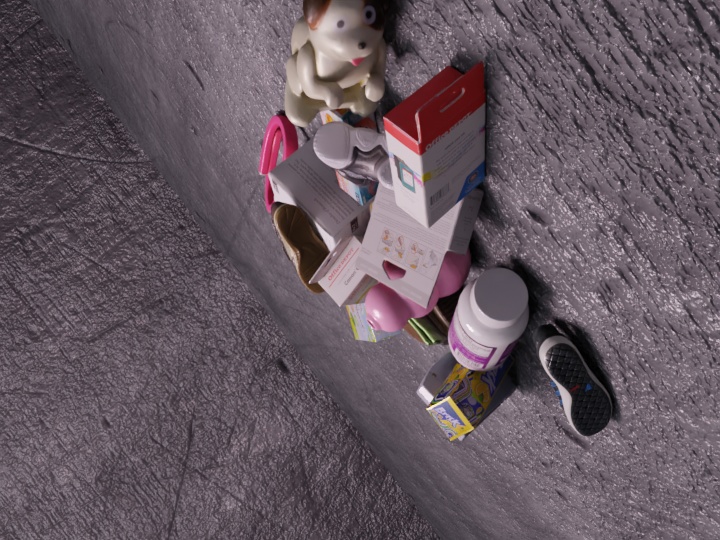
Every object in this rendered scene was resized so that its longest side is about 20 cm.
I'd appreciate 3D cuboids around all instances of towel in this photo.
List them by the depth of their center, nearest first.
[{"bbox_3d":[0.119,0.089,1.312,0.149,0.031,0.199,44,-165,24],"label":"towel"}]

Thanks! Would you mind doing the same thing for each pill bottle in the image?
[{"bbox_3d":[0.201,0.076,1.097,0.112,0.112,0.201,45,162,18],"label":"pill bottle"}]

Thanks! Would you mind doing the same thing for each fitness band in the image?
[{"bbox_3d":[-0.172,-0.219,1.458,0.145,0.036,0.205,-121,38,-49],"label":"fitness band"}]

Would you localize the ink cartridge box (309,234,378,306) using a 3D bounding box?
[{"bbox_3d":[0.000,0.000,1.304,0.068,0.117,0.198,44,-160,19],"label":"ink cartridge box"}]

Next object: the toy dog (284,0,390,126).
[{"bbox_3d":[-0.023,-0.303,0.921,0.200,0.135,0.201,151,117,-75],"label":"toy dog"}]

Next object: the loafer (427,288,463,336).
[{"bbox_3d":[0.131,0.041,1.267,0.203,0.075,0.068,57,150,18],"label":"loafer"}]

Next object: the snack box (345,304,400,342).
[{"bbox_3d":[0.012,0.064,1.547,0.200,0.066,0.174,161,91,-76],"label":"snack box"}]

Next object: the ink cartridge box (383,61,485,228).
[{"bbox_3d":[0.095,-0.164,0.875,0.067,0.115,0.202,40,159,30],"label":"ink cartridge box"}]

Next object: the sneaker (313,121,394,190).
[{"bbox_3d":[0.032,-0.160,1.045,0.195,0.078,0.114,21,179,13],"label":"sneaker"}]

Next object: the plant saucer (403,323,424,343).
[{"bbox_3d":[0.103,0.083,1.520,0.200,0.029,0.201,47,164,18],"label":"plant saucer"}]

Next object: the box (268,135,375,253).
[{"bbox_3d":[-0.062,-0.112,1.376,0.200,0.130,0.201,44,162,23],"label":"box"}]

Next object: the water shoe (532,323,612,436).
[{"bbox_3d":[0.322,0.162,1.065,0.203,0.070,0.080,59,-171,-28],"label":"water shoe"}]

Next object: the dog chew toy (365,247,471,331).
[{"bbox_3d":[0.085,0.016,1.119,0.124,0.200,0.125,43,167,13],"label":"dog chew toy"}]

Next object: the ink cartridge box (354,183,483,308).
[{"bbox_3d":[0.082,-0.058,1.058,0.044,0.181,0.199,10,-168,-36],"label":"ink cartridge box"}]

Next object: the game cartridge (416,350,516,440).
[{"bbox_3d":[0.191,0.212,1.282,0.133,0.198,0.042,42,129,21],"label":"game cartridge"}]

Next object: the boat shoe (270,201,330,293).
[{"bbox_3d":[-0.107,-0.047,1.299,0.065,0.072,0.203,46,162,52],"label":"boat shoe"}]

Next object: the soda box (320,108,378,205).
[{"bbox_3d":[-0.010,-0.206,1.160,0.068,0.063,0.202,40,161,31],"label":"soda box"}]

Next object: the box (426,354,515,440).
[{"bbox_3d":[0.192,0.192,1.204,0.071,0.200,0.064,50,132,-4],"label":"box"}]

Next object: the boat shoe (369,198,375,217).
[{"bbox_3d":[0.065,-0.033,1.225,0.075,0.070,0.206,-19,84,51],"label":"boat shoe"}]
